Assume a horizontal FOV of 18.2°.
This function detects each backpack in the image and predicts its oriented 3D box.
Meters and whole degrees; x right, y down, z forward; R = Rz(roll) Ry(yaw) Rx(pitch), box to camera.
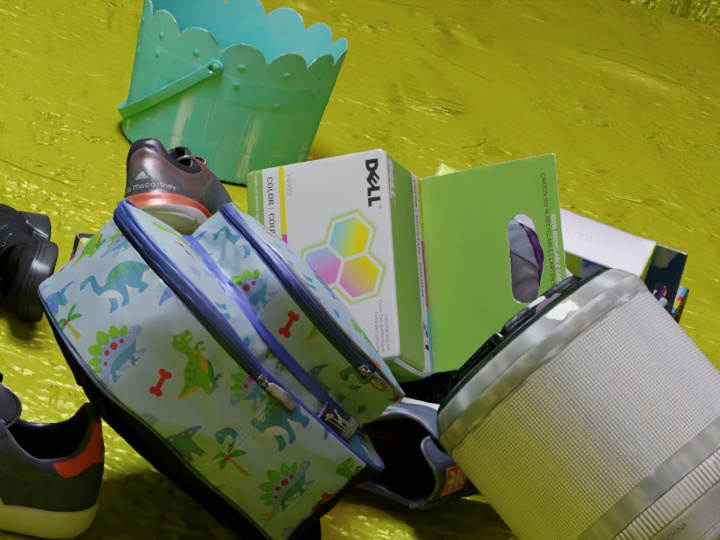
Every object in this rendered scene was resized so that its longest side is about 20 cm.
[{"bbox_3d":[-0.085,0.046,1.343,0.200,0.147,0.183,43,2,-34],"label":"backpack"}]

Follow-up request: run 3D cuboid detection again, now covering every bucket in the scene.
[{"bbox_3d":[-0.123,-0.173,2.088,0.207,0.135,0.207,16,17,-5],"label":"bucket"}]

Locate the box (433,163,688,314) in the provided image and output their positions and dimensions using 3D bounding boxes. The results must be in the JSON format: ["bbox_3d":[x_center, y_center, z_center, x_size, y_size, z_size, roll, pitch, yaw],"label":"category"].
[{"bbox_3d":[0.140,0.003,1.717,0.200,0.122,0.048,21,51,12],"label":"box"}]

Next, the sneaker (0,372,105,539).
[{"bbox_3d":[-0.239,0.096,1.273,0.200,0.085,0.075,6,21,-29],"label":"sneaker"}]

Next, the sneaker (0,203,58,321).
[{"bbox_3d":[-0.277,-0.018,1.623,0.104,0.060,0.200,14,13,-13],"label":"sneaker"}]

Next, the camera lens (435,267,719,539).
[{"bbox_3d":[0.157,0.111,1.369,0.200,0.160,0.160,50,26,10],"label":"camera lens"}]

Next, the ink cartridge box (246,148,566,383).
[{"bbox_3d":[0.032,-0.006,1.507,0.200,0.148,0.076,-10,-16,20],"label":"ink cartridge box"}]

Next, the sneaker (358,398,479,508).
[{"bbox_3d":[0.066,0.124,1.467,0.200,0.075,0.085,3,19,-9],"label":"sneaker"}]

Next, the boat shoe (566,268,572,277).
[{"bbox_3d":[0.156,0.068,1.618,0.074,0.065,0.200,-31,74,-17],"label":"boat shoe"}]

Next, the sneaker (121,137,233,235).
[{"bbox_3d":[-0.123,-0.053,1.727,0.077,0.082,0.200,-8,-15,15],"label":"sneaker"}]

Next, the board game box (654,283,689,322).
[{"bbox_3d":[0.175,0.037,1.869,0.165,0.057,0.200,19,18,12],"label":"board game box"}]

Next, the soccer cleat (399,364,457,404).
[{"bbox_3d":[0.008,0.083,1.592,0.200,0.068,0.073,16,-17,32],"label":"soccer cleat"}]

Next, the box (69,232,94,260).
[{"bbox_3d":[-0.150,0.036,1.589,0.075,0.050,0.200,8,19,-26],"label":"box"}]

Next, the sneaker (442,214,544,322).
[{"bbox_3d":[0.099,0.060,1.563,0.087,0.200,0.074,-2,-14,-39],"label":"sneaker"}]
